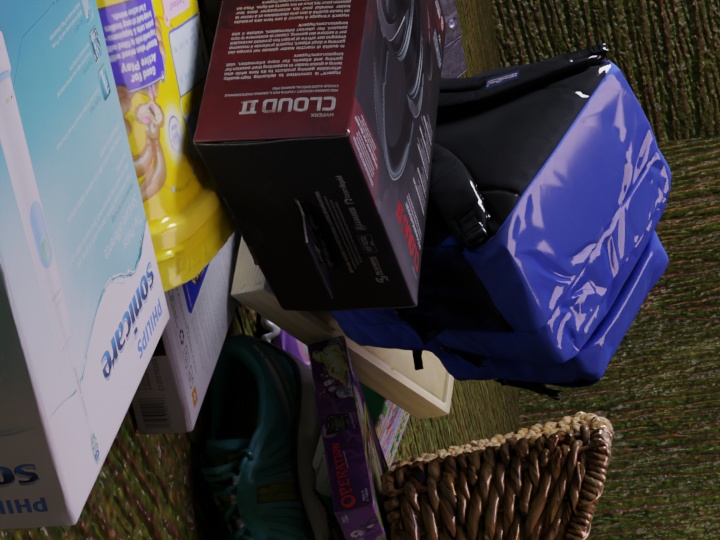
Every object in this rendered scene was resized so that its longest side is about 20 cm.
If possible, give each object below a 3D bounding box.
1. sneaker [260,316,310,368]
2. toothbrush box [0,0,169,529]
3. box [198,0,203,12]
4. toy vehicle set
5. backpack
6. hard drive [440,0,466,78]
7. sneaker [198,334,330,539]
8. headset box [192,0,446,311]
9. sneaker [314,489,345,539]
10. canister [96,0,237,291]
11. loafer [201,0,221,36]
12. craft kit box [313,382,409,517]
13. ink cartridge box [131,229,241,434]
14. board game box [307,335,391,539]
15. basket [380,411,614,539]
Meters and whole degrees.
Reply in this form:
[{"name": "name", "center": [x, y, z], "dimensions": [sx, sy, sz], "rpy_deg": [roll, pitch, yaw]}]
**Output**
[{"name": "sneaker", "center": [-0.025, 0.014, 1.136], "dimensions": [0.080, 0.088, 0.202], "rpy_deg": [16, 73, -82]}, {"name": "toothbrush box", "center": [-0.139, -0.031, 0.541], "dimensions": [0.147, 0.085, 0.201], "rpy_deg": [-77, 159, -61]}, {"name": "box", "center": [-0.112, -0.247, 0.893], "dimensions": [0.199, 0.049, 0.202], "rpy_deg": [-53, 138, -74]}, {"name": "toy vehicle set", "center": [0.000, 0.000, 1.002], "dimensions": [0.200, 0.026, 0.125], "rpy_deg": [37, 54, -43]}, {"name": "backpack", "center": [0.059, -0.017, 0.897], "dimensions": [0.163, 0.199, 0.168], "rpy_deg": [-49, 125, -33]}, {"name": "hard drive", "center": [-0.011, -0.218, 1.011], "dimensions": [0.038, 0.139, 0.201], "rpy_deg": [-40, 130, -39]}, {"name": "sneaker", "center": [-0.070, 0.134, 0.944], "dimensions": [0.080, 0.077, 0.201], "rpy_deg": [35, 43, -52]}, {"name": "headset box", "center": [-0.014, -0.086, 0.758], "dimensions": [0.149, 0.077, 0.201], "rpy_deg": [66, 26, -55]}, {"name": "sneaker", "center": [-0.037, 0.176, 1.014], "dimensions": [0.078, 0.082, 0.201], "rpy_deg": [64, 23, -63]}, {"name": "canister", "center": [-0.118, -0.102, 0.692], "dimensions": [0.149, 0.086, 0.201], "rpy_deg": [-63, 146, -69]}, {"name": "loafer", "center": [-0.049, -0.218, 0.905], "dimensions": [0.073, 0.071, 0.201], "rpy_deg": [67, 22, -62]}, {"name": "craft kit box", "center": [0.010, 0.101, 1.185], "dimensions": [0.198, 0.048, 0.201], "rpy_deg": [24, 86, -84]}, {"name": "ink cartridge box", "center": [-0.098, -0.002, 0.891], "dimensions": [0.200, 0.037, 0.095], "rpy_deg": [-73, 157, -59]}, {"name": "board game box", "center": [0.005, 0.146, 0.987], "dimensions": [0.201, 0.032, 0.121], "rpy_deg": [73, 0, -52]}, {"name": "basket", "center": [0.101, 0.176, 0.993], "dimensions": [0.200, 0.148, 0.144], "rpy_deg": [54, 22, -84]}]
